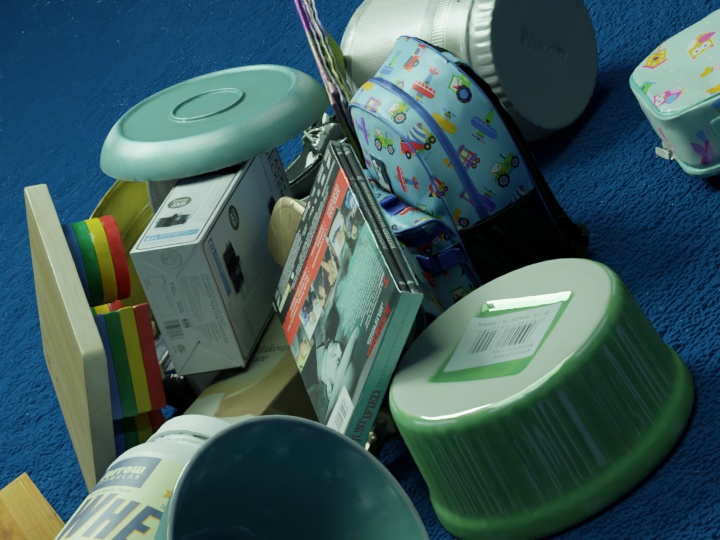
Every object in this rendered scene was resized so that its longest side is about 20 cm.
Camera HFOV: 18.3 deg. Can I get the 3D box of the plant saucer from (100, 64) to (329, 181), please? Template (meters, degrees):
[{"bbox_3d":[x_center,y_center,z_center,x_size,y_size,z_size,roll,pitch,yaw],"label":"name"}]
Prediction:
[{"bbox_3d":[-0.124,-0.127,1.849,0.198,0.028,0.200,-15,22,6],"label":"plant saucer"}]

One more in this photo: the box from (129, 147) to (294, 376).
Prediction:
[{"bbox_3d":[-0.108,-0.019,1.783,0.060,0.117,0.200,-9,26,20],"label":"box"}]

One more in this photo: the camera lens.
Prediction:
[{"bbox_3d":[0.091,-0.184,1.994,0.199,0.161,0.160,-6,34,46],"label":"camera lens"}]

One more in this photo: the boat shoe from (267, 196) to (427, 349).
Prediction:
[{"bbox_3d":[0.000,0.000,1.697,0.064,0.073,0.200,-2,25,-33],"label":"boat shoe"}]

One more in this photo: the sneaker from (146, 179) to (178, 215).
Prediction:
[{"bbox_3d":[-0.119,-0.060,1.971,0.073,0.201,0.116,7,38,31],"label":"sneaker"}]

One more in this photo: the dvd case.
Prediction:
[{"bbox_3d":[-0.013,0.020,1.600,0.200,0.022,0.147,-114,39,-54],"label":"dvd case"}]

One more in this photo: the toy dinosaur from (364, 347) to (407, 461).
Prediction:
[{"bbox_3d":[0.052,0.075,1.628,0.047,0.088,0.200,40,67,22],"label":"toy dinosaur"}]

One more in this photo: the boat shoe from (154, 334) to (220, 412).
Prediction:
[{"bbox_3d":[-0.113,0.043,1.907,0.092,0.075,0.200,1,38,47],"label":"boat shoe"}]

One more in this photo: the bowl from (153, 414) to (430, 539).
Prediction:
[{"bbox_3d":[-0.058,0.202,1.405,0.105,0.201,0.201,-36,13,47],"label":"bowl"}]

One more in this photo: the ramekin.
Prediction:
[{"bbox_3d":[0.115,0.081,1.507,0.199,0.098,0.200,-27,23,13],"label":"ramekin"}]

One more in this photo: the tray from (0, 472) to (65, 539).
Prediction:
[{"bbox_3d":[-0.277,0.232,1.789,0.098,0.037,0.200,-37,24,-10],"label":"tray"}]

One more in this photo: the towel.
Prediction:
[{"bbox_3d":[-0.018,-0.159,1.881,0.023,0.144,0.201,-22,48,3],"label":"towel"}]

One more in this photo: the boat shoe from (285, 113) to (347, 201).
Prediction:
[{"bbox_3d":[-0.021,-0.129,2.156,0.200,0.061,0.075,-39,24,-16],"label":"boat shoe"}]

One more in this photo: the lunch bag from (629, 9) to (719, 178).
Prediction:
[{"bbox_3d":[0.314,-0.153,1.756,0.199,0.077,0.161,-30,24,5],"label":"lunch bag"}]

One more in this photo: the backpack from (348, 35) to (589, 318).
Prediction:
[{"bbox_3d":[0.062,-0.075,1.743,0.134,0.201,0.182,-35,31,-9],"label":"backpack"}]

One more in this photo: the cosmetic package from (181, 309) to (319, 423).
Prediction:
[{"bbox_3d":[-0.055,0.094,1.734,0.105,0.071,0.200,-9,32,44],"label":"cosmetic package"}]

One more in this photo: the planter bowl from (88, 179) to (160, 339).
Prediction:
[{"bbox_3d":[-0.195,0.009,2.017,0.083,0.201,0.201,26,48,12],"label":"planter bowl"}]

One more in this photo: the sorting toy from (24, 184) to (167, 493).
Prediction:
[{"bbox_3d":[-0.205,0.062,1.785,0.069,0.200,0.201,-13,46,-14],"label":"sorting toy"}]

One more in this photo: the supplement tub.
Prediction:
[{"bbox_3d":[-0.138,0.209,1.514,0.144,0.146,0.200,-11,31,40],"label":"supplement tub"}]
